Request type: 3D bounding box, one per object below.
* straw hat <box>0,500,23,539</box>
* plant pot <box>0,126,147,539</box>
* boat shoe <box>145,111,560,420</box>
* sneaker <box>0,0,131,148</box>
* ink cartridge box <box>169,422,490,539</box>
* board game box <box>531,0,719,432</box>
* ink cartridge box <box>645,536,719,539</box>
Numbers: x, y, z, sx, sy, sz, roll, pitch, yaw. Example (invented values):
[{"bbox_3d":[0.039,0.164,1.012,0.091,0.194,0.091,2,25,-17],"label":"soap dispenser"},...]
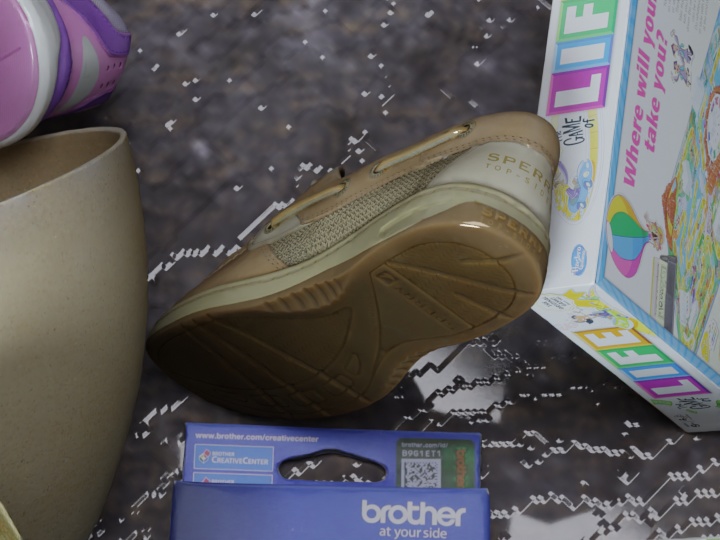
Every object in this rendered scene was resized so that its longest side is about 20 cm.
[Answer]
[{"bbox_3d":[-0.079,0.139,0.939,0.085,0.201,0.202,-12,66,-28],"label":"straw hat"},{"bbox_3d":[-0.159,0.044,1.054,0.199,0.200,0.135,-18,101,-7],"label":"plant pot"},{"bbox_3d":[0.000,0.000,1.072,0.071,0.200,0.065,38,52,-27],"label":"boat shoe"},{"bbox_3d":[-0.166,-0.110,1.167,0.200,0.081,0.088,34,26,32],"label":"sneaker"},{"bbox_3d":[-0.013,0.146,1.075,0.119,0.042,0.201,2,66,0],"label":"ink cartridge box"},{"bbox_3d":[0.116,-0.058,1.110,0.034,0.134,0.201,-7,62,33],"label":"board game box"},{"bbox_3d":[0.062,0.158,0.959,0.199,0.048,0.146,-1,60,6],"label":"ink cartridge box"}]
